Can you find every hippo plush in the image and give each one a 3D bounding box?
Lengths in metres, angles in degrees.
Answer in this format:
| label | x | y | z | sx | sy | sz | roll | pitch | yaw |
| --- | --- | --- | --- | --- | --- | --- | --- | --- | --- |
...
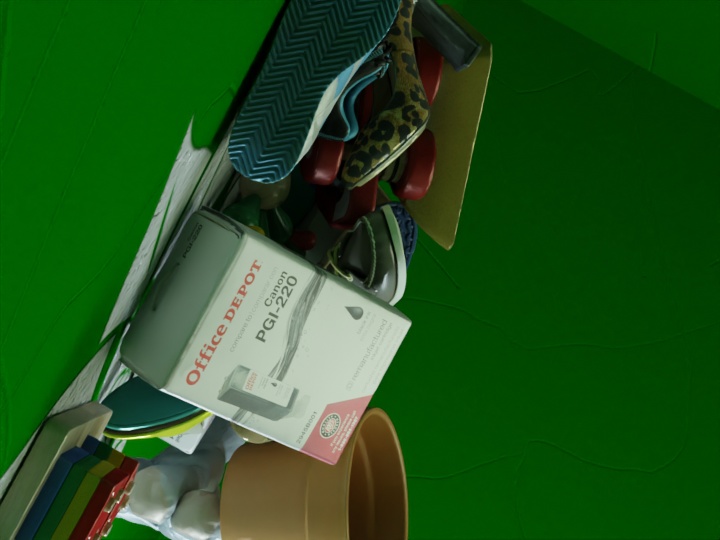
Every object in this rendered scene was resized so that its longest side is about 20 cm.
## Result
| label | x | y | z | sx | sy | sz | roll | pitch | yaw |
| --- | --- | --- | --- | --- | --- | --- | --- | --- | --- |
| hippo plush | -0.160 | 0.185 | 1.691 | 0.159 | 0.200 | 0.161 | -12 | -126 | 62 |

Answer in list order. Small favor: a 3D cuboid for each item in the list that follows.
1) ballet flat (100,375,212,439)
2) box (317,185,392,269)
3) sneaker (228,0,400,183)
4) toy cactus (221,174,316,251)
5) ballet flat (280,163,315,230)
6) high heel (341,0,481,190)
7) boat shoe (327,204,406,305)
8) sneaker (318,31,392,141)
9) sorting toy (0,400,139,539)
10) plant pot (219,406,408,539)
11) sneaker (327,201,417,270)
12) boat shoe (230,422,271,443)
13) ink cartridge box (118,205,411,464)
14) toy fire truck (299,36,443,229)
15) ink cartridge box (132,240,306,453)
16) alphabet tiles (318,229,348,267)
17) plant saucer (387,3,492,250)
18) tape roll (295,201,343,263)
| label | x | y | z | sx | sy | sz | roll | pitch | yaw |
| --- | --- | --- | --- | --- | --- | --- | --- | --- | --- |
| ballet flat | -0.132 | 0.105 | 1.486 | 0.200 | 0.067 | 0.067 | -29 | 142 | -15 |
| box | -0.040 | -0.041 | 1.835 | 0.164 | 0.021 | 0.200 | -51 | -144 | 11 |
| sneaker | -0.039 | -0.163 | 1.318 | 0.200 | 0.076 | 0.081 | -55 | -172 | 7 |
| toy cactus | -0.085 | -0.039 | 1.508 | 0.200 | 0.102 | 0.165 | 6 | 96 | -63 |
| ballet flat | -0.094 | -0.059 | 1.723 | 0.200 | 0.068 | 0.067 | -57 | -160 | 28 |
| high heel | 0.002 | -0.174 | 1.458 | 0.200 | 0.143 | 0.071 | -54 | -167 | -27 |
| boat shoe | 0.001 | 0.003 | 1.530 | 0.202 | 0.060 | 0.072 | 104 | -25 | -66 |
| sneaker | 0.000 | -0.201 | 1.401 | 0.200 | 0.082 | 0.073 | -64 | 164 | 18 |
| sorting toy | -0.239 | 0.210 | 1.315 | 0.200 | 0.069 | 0.199 | -62 | 179 | 0 |
| plant pot | -0.047 | 0.233 | 1.647 | 0.200 | 0.140 | 0.201 | -2 | 90 | -73 |
| sneaker | -0.017 | 0.020 | 1.676 | 0.078 | 0.070 | 0.200 | -2 | -126 | 60 |
| boat shoe | -0.095 | 0.125 | 1.623 | 0.066 | 0.074 | 0.200 | -48 | 177 | -1 |
| ink cartridge box | -0.076 | 0.055 | 1.406 | 0.085 | 0.200 | 0.146 | 28 | -90 | 53 |
| toy fire truck | -0.006 | -0.135 | 1.580 | 0.168 | 0.112 | 0.201 | 161 | -65 | -72 |
| ink cartridge box | -0.140 | 0.058 | 1.636 | 0.145 | 0.084 | 0.200 | -62 | 179 | 29 |
| alphabet tiles | -0.049 | 0.013 | 1.679 | 0.167 | 0.006 | 0.200 | -53 | 180 | -4 |
| plant saucer | 0.063 | -0.145 | 1.650 | 0.200 | 0.048 | 0.200 | -118 | -144 | -67 |
| tape roll | -0.039 | -0.102 | 1.774 | 0.203 | 0.037 | 0.203 | -53 | -156 | 37 |
